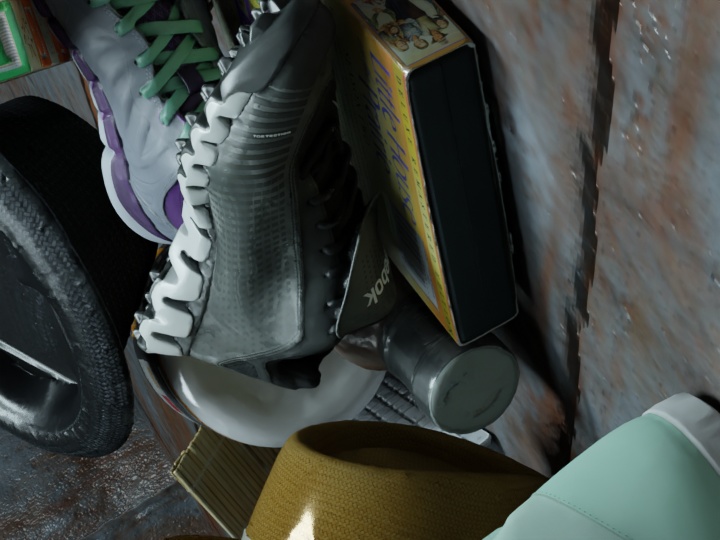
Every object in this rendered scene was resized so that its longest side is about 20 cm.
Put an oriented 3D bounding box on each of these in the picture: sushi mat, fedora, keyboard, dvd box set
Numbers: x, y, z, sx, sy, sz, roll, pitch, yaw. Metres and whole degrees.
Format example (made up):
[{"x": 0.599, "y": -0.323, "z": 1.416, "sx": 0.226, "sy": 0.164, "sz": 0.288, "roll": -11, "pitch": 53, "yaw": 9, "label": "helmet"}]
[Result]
[{"x": -0.025, "y": 0.149, "z": 1.134, "sx": 0.012, "sy": 0.096, "sz": 0.200, "roll": -14, "pitch": 122, "yaw": 50, "label": "sushi mat"}, {"x": 0.021, "y": 0.110, "z": 0.779, "sx": 0.201, "sy": 0.200, "sz": 0.082, "roll": -153, "pitch": 77, "yaw": -70, "label": "fedora"}, {"x": 0.008, "y": 0.078, "z": 0.984, "sx": 0.011, "sy": 0.056, "sz": 0.200, "roll": 63, "pitch": 169, "yaw": -16, "label": "keyboard"}, {"x": -0.010, "y": -0.084, "z": 0.733, "sx": 0.200, "sy": 0.029, "sz": 0.146, "roll": 52, "pitch": 165, "yaw": 39, "label": "dvd box set"}, {"x": -0.153, "y": -0.010, "z": 0.926, "sx": 0.200, "sy": 0.092, "sz": 0.201, "roll": 30, "pitch": 144, "yaw": 25, "label": "fedora"}]

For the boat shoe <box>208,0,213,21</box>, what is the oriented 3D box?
[{"x": -0.096, "y": -0.133, "z": 0.875, "sx": 0.071, "sy": 0.063, "sz": 0.200, "roll": -1, "pitch": 118, "yaw": 45, "label": "boat shoe"}]

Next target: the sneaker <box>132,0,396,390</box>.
[{"x": -0.022, "y": -0.021, "z": 0.706, "sx": 0.090, "sy": 0.067, "sz": 0.200, "roll": 25, "pitch": 142, "yaw": 2, "label": "sneaker"}]

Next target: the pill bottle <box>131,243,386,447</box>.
[{"x": -0.058, "y": 0.027, "z": 1.001, "sx": 0.117, "sy": 0.116, "sz": 0.200, "roll": 62, "pitch": 168, "yaw": -6, "label": "pill bottle"}]

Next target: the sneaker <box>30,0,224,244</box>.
[{"x": -0.072, "y": -0.086, "z": 0.768, "sx": 0.087, "sy": 0.074, "sz": 0.200, "roll": 31, "pitch": 149, "yaw": 43, "label": "sneaker"}]

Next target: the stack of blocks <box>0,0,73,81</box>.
[{"x": -0.170, "y": -0.132, "z": 0.814, "sx": 0.200, "sy": 0.058, "sz": 0.115, "roll": -110, "pitch": 2, "yaw": -82, "label": "stack of blocks"}]

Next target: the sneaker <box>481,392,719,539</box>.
[{"x": 0.106, "y": 0.146, "z": 0.575, "sx": 0.201, "sy": 0.118, "sz": 0.074, "roll": 55, "pitch": 166, "yaw": 22, "label": "sneaker"}]

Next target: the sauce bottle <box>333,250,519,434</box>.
[{"x": 0.000, "y": 0.000, "z": 0.812, "sx": 0.200, "sy": 0.065, "sz": 0.065, "roll": 48, "pitch": 163, "yaw": 48, "label": "sauce bottle"}]
